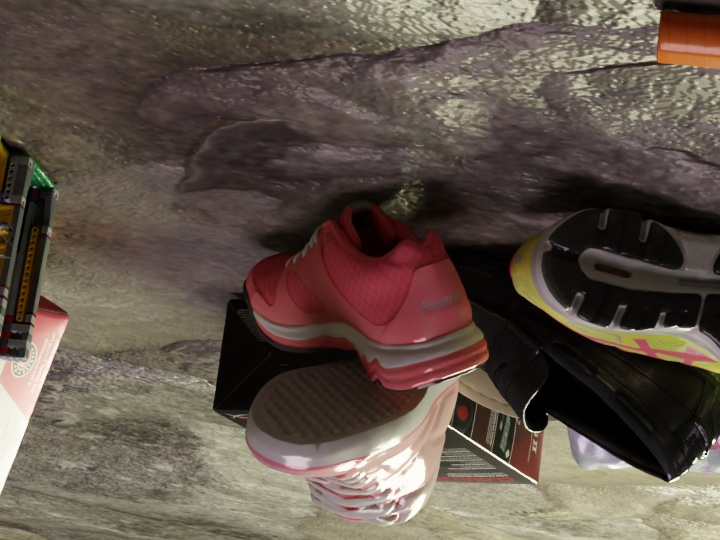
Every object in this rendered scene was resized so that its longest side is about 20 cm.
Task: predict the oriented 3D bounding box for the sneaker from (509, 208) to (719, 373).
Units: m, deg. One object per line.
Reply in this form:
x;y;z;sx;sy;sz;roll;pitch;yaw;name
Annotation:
0.166;0.013;1.222;0.200;0.078;0.090;20;170;-21;sneaker

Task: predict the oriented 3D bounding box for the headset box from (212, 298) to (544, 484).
0.021;0.081;1.495;0.149;0.075;0.200;-1;162;26;headset box

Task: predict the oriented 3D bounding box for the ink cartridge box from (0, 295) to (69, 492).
-0.288;0.062;1.384;0.085;0.146;0.200;27;-172;37;ink cartridge box

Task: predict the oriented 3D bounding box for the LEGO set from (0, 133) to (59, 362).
-0.239;-0.015;1.218;0.154;0.116;0.200;7;164;2;LEGO set

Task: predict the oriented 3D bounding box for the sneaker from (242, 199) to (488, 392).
0.000;0.000;1.266;0.074;0.087;0.200;-19;-161;-28;sneaker

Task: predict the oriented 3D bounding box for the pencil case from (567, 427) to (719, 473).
0.218;0.081;1.385;0.200;0.083;0.091;1;149;20;pencil case

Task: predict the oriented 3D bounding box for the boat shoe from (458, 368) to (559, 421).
0.135;0.049;1.340;0.201;0.072;0.061;7;-169;31;boat shoe

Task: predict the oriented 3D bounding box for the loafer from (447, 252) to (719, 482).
0.100;0.050;1.276;0.200;0.070;0.068;26;148;25;loafer

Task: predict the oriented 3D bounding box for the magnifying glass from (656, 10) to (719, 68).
0.218;-0.085;0.943;0.200;0.022;0.080;4;164;7;magnifying glass

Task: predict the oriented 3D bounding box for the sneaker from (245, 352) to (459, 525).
-0.004;0.102;1.286;0.075;0.105;0.200;19;-161;20;sneaker
